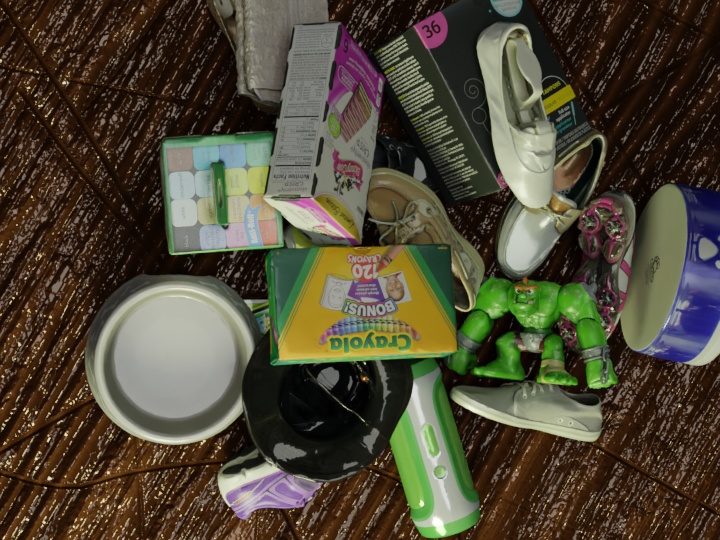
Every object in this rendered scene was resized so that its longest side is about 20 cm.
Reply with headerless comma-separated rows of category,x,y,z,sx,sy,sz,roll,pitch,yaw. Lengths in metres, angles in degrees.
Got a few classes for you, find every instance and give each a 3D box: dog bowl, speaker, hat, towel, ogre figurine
dog bowl,-0.203,0.098,1.466,0.199,0.059,0.201,-1,94,-9
speaker,0.076,0.201,1.542,0.088,0.088,0.201,-18,96,-9
dog bowl,0.369,0.004,1.526,0.078,0.200,0.201,11,91,-8
hat,-0.045,0.133,1.484,0.199,0.081,0.202,2,83,-15
towel,-0.086,-0.274,1.464,0.132,0.034,0.201,6,77,-51
ogre figurine,0.196,0.068,1.536,0.098,0.199,0.121,12,81,-43

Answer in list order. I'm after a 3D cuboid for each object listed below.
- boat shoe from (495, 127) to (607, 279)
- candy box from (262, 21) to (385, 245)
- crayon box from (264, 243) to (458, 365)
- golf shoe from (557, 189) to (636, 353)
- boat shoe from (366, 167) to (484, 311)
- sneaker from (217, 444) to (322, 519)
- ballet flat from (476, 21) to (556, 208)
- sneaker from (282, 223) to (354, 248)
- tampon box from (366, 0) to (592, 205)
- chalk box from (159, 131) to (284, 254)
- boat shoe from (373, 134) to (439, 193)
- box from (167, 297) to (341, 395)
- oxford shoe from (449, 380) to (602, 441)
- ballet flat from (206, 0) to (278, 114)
boat shoe,0.222,-0.081,1.563,0.074,0.068,0.201,28,88,-10
candy box,-0.035,-0.143,1.418,0.061,0.136,0.201,2,72,24
crayon box,0.000,0.037,1.436,0.199,0.058,0.120,-2,82,-13
golf shoe,0.289,0.004,1.575,0.072,0.092,0.201,21,113,25
boat shoe,0.071,-0.036,1.513,0.073,0.063,0.200,-34,117,31
sneaker,-0.063,0.228,1.536,0.199,0.081,0.084,-19,109,0
ballet flat,0.171,-0.166,1.400,0.069,0.069,0.201,-14,90,-9
sneaker,0.000,0.000,1.514,0.199,0.076,0.076,33,128,-18
tampon box,0.133,-0.200,1.493,0.150,0.126,0.201,-33,98,-25
chalk box,-0.149,-0.082,1.430,0.123,0.200,0.125,-4,94,-10
boat shoe,0.016,-0.119,1.525,0.198,0.066,0.075,8,91,-10
box,-0.121,0.086,1.527,0.199,0.035,0.111,0,93,-10
oxford shoe,0.198,0.153,1.567,0.199,0.075,0.058,12,102,-18
ballet flat,-0.122,-0.272,1.494,0.070,0.065,0.201,-27,97,-6
